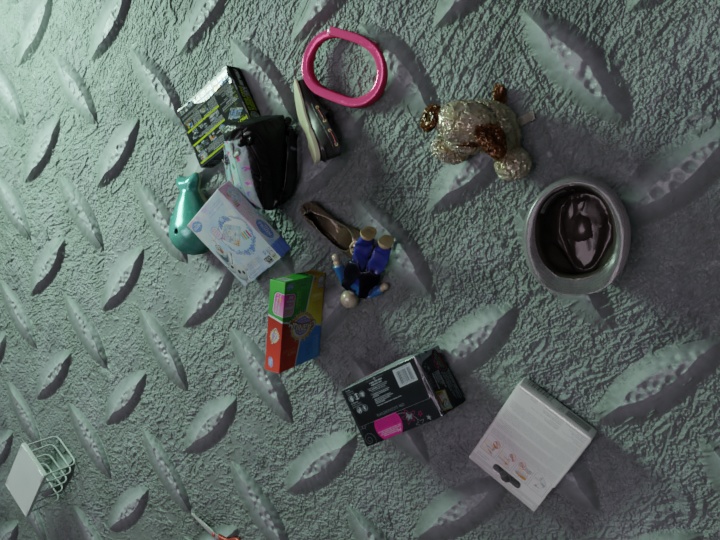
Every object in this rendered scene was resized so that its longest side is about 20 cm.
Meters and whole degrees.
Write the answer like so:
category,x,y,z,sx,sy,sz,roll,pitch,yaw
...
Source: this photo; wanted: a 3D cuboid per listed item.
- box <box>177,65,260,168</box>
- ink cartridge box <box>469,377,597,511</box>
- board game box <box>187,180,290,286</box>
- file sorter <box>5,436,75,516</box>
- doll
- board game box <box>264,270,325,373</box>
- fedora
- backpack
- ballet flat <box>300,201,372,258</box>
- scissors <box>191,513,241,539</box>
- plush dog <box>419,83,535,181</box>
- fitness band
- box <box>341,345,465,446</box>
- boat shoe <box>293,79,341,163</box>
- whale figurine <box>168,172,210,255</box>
category,x,y,z,sx,sy,sz,roll,pitch,yaw
box,-0.334,-0.361,1.554,0.200,0.044,0.160,-30,82,33
ink cartridge box,0.322,0.328,1.237,0.161,0.050,0.200,37,119,23
board game box,-0.279,-0.078,1.485,0.199,0.043,0.200,47,141,-9
file sorter,-1.021,0.651,2.100,0.139,0.124,0.200,42,117,22
doll,0.000,0.000,1.373,0.136,0.048,0.200,26,129,6
board game box,-0.142,0.108,1.437,0.040,0.153,0.200,12,104,29
fedora,0.373,-0.059,1.116,0.177,0.090,0.200,-12,85,32
backpack,-0.224,-0.234,1.449,0.126,0.167,0.200,13,118,39
ballet flat,-0.057,-0.086,1.415,0.200,0.046,0.067,40,117,21
scissors,-0.389,0.725,1.769,0.200,0.014,0.073,14,106,29
plush dog,0.203,-0.252,1.147,0.200,0.172,0.161,23,108,29
fitness band,-0.033,-0.417,1.349,0.200,0.037,0.144,26,110,22
box,0.086,0.253,1.334,0.200,0.115,0.132,-31,79,31
boat shoe,-0.096,-0.323,1.399,0.074,0.063,0.202,105,146,-68
whale figurine,-0.420,-0.137,1.606,0.159,0.104,0.200,-5,96,33
